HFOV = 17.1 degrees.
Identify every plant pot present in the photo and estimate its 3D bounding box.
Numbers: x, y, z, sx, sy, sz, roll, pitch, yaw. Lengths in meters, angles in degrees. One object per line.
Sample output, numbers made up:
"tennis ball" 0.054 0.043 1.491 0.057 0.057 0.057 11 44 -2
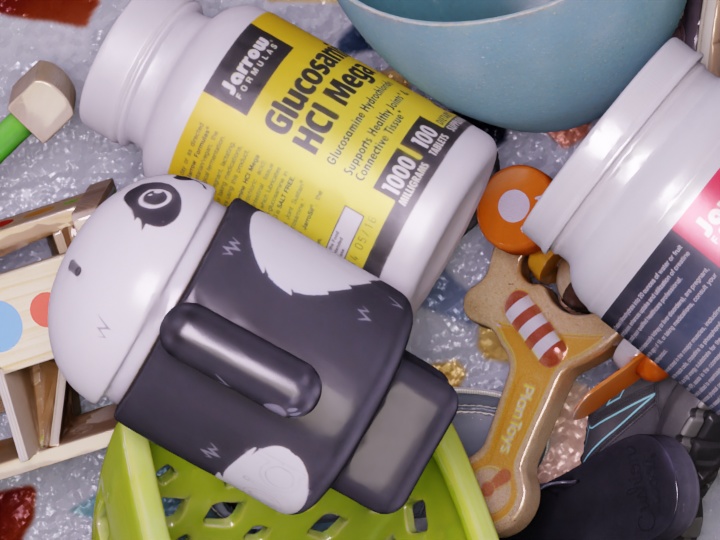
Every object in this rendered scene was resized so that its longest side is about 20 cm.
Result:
"plant pot" 0.088 -0.151 1.237 0.199 0.201 0.135 -22 136 2
"plant pot" -0.041 0.203 1.232 0.199 0.200 0.182 2 139 -26

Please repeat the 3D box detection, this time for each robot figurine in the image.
"robot figurine" -0.052 0.036 1.153 0.199 0.150 0.125 30 55 -5

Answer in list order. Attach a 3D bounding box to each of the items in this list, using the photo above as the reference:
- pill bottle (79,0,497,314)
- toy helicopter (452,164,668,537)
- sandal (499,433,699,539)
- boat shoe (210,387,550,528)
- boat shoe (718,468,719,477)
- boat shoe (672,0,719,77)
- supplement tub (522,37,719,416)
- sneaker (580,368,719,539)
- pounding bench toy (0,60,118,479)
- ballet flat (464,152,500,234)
"pill bottle" -0.039 -0.065 1.235 0.199 0.112 0.113 29 98 7
"toy helicopter" 0.108 0.050 1.273 0.132 0.079 0.201 21 89 26
"sandal" 0.100 0.145 1.299 0.043 0.077 0.200 4 145 -39
"boat shoe" 0.009 0.110 1.326 0.198 0.062 0.073 -6 98 -2
"boat shoe" 0.228 0.090 1.332 0.068 0.072 0.202 5 103 12
"boat shoe" 0.176 -0.105 1.294 0.064 0.072 0.202 9 99 30
"supplement tub" 0.193 -0.005 1.178 0.200 0.140 0.141 39 97 5
"sneaker" 0.156 0.108 1.329 0.075 0.079 0.201 6 125 -37
"pounding bench toy" -0.201 0.005 1.268 0.155 0.124 0.201 -17 100 1
"ballet flat" 0.000 0.000 1.309 0.066 0.057 0.200 38 96 -10
